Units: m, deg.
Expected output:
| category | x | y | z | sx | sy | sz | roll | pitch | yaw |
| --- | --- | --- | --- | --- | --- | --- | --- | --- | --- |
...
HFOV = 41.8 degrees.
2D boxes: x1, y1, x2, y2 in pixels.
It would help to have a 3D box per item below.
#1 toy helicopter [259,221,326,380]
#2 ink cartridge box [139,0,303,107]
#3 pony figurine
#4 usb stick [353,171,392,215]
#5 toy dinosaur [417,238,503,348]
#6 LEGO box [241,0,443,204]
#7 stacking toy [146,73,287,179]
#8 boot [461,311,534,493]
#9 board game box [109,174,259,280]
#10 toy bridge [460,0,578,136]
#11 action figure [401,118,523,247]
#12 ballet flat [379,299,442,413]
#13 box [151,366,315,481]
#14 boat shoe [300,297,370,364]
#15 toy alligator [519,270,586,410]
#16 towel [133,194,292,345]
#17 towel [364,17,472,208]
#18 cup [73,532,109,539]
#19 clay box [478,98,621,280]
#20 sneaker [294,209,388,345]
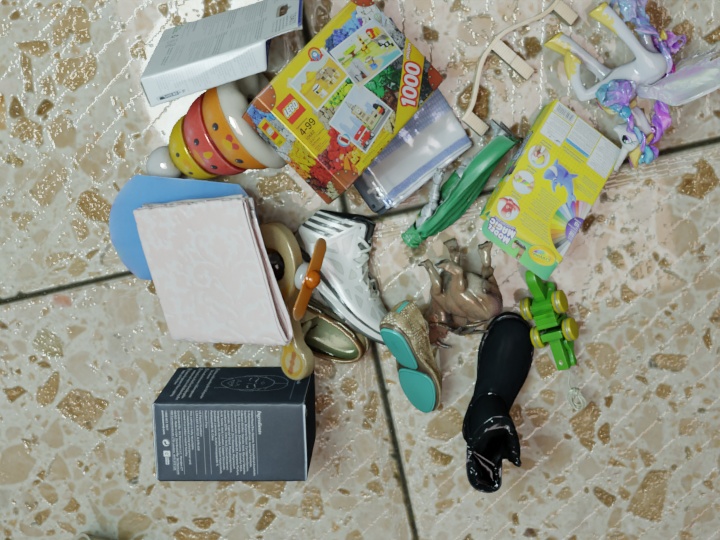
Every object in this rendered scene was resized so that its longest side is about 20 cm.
| category | x | y | z | sx | sy | sz | roll | pitch | yaw |
| --- | --- | --- | --- | --- | --- | --- | --- | --- | --- |
| toy helicopter | -0.091 | 0.038 | 1.194 | 0.130 | 0.079 | 0.204 | -13 | 93 | 33 |
| ink cartridge box | -0.155 | -0.274 | 1.136 | 0.197 | 0.201 | 0.041 | -16 | 120 | 8 |
| pony figurine | 0.348 | -0.242 | 1.149 | 0.192 | 0.167 | 0.201 | -34 | 98 | 19 |
| usb stick | -0.014 | -0.166 | 1.235 | 0.055 | 0.033 | 0.201 | -34 | 99 | 8 |
| toy dinosaur | 0.139 | 0.038 | 1.214 | 0.085 | 0.199 | 0.138 | -27 | 102 | -23 |
| LEGO box | -0.020 | -0.206 | 1.128 | 0.149 | 0.077 | 0.201 | 44 | 68 | -9 |
| stacking toy | -0.195 | -0.162 | 1.213 | 0.198 | 0.146 | 0.148 | -26 | 100 | 25 |
| boot | 0.184 | 0.169 | 1.227 | 0.075 | 0.168 | 0.204 | 17 | 101 | -1 |
| board game box | -0.232 | -0.060 | 1.257 | 0.196 | 0.039 | 0.160 | 5 | 123 | -8 |
| toy bridge | 0.193 | -0.271 | 1.208 | 0.067 | 0.027 | 0.201 | 38 | 99 | -5 |
| action figure | 0.123 | -0.105 | 1.219 | 0.055 | 0.118 | 0.200 | 47 | 109 | 16 |
| ballet flat | 0.078 | 0.112 | 1.249 | 0.070 | 0.066 | 0.201 | 18 | 148 | 28 |
| box | -0.162 | 0.201 | 1.257 | 0.196 | 0.149 | 0.109 | -1 | 102 | 3 |
| boat shoe | -0.079 | 0.071 | 1.265 | 0.197 | 0.074 | 0.077 | 18 | 102 | -2 |
| toy alligator | 0.266 | 0.086 | 1.265 | 0.059 | 0.054 | 0.203 | -16 | 101 | 33 |
| towel | -0.186 | 0.003 | 1.178 | 0.197 | 0.032 | 0.194 | 0 | 112 | 36 |
| towel | 0.040 | -0.201 | 1.213 | 0.146 | 0.024 | 0.202 | -36 | 98 | -8 |
| cup | -0.336 | 0.478 | 1.314 | 0.141 | 0.200 | 0.203 | 16 | 103 | -28 |
| clay box | 0.235 | -0.099 | 1.195 | 0.114 | 0.048 | 0.202 | 34 | 80 | -9 |
| sneaker | 0.000 | 0.000 | 1.246 | 0.200 | 0.076 | 0.116 | 43 | 102 | -4 |
